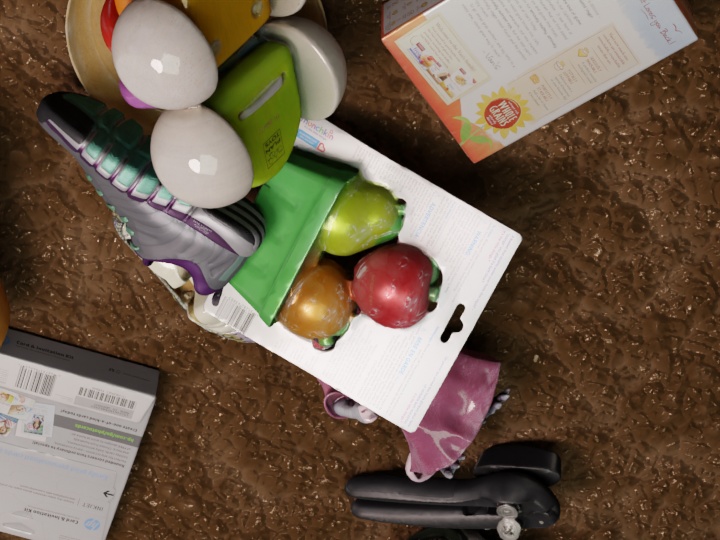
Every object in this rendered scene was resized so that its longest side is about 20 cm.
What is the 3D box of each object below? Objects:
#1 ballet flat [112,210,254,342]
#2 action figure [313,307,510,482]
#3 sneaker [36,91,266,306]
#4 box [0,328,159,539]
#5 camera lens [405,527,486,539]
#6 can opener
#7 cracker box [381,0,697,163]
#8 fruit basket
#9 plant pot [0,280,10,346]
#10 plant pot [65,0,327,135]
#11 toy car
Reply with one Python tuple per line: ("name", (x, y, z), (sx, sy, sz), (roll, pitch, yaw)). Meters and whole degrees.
("ballet flat", (-0.137, 0.004, 1.577), (0.072, 0.072, 0.201), (-27, 121, 19))
("action figure", (0.021, 0.077, 1.631), (0.199, 0.135, 0.149), (31, 164, -6))
("sneaker", (-0.173, -0.052, 1.478), (0.199, 0.074, 0.088), (35, 117, 1))
("box", (-0.276, 0.152, 1.702), (0.154, 0.041, 0.201), (16, 123, -10))
("camera lens", (0.105, 0.339, 1.756), (0.160, 0.161, 0.200), (-38, 117, 25))
("can opener", (0.083, 0.204, 1.718), (0.198, 0.079, 0.064), (-7, 121, 19))
("cracker box", (0.132, -0.185, 1.443), (0.199, 0.058, 0.134), (-28, 121, 20))
("fruit basket", (0.000, 0.000, 1.522), (0.199, 0.094, 0.186), (28, 106, 0))
("plant pot", (-0.369, 0.001, 1.517), (0.198, 0.202, 0.184), (-16, 139, 12))
("plant pot", (-0.123, -0.182, 1.469), (0.198, 0.028, 0.202), (1, 125, 1))
("toy car", (-0.116, -0.154, 1.393), (0.149, 0.175, 0.201), (12, 135, 36))
